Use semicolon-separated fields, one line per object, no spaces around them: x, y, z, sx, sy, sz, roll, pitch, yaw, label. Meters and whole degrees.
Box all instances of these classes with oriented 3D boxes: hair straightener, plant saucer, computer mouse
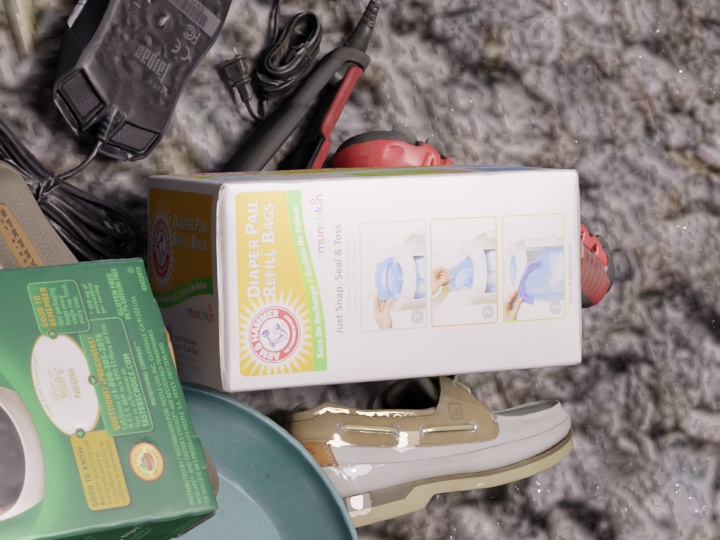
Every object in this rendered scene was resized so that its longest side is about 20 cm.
-0.038;-0.102;1.269;0.077;0.041;0.201;47;49;-21;hair straightener
-0.094;0.150;1.098;0.199;0.036;0.201;11;58;-18;plant saucer
-0.147;-0.114;1.173;0.140;0.046;0.201;33;67;-36;computer mouse

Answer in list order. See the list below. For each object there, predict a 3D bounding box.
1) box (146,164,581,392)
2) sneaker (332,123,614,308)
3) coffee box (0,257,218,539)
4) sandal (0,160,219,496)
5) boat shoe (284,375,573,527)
0.000;0.000;1.168;0.199;0.112;0.102;-3;95;-26;box
0.065;-0.005;1.311;0.200;0.071;0.099;23;60;-33;sneaker
-0.163;0.062;0.942;0.199;0.044;0.124;-6;71;-40;coffee box
-0.119;0.030;1.057;0.201;0.054;0.082;61;24;-11;sandal
0.041;0.089;1.252;0.199;0.074;0.069;-12;89;-44;boat shoe
